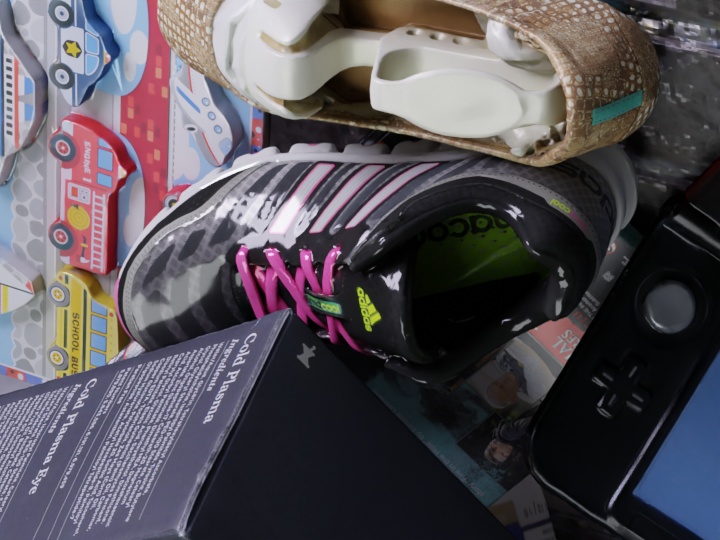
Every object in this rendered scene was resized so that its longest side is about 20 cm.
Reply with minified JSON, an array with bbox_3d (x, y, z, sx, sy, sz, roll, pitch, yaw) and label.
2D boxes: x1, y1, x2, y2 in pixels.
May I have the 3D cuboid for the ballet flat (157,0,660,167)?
[{"bbox_3d":[0.005,-0.078,1.026,0.199,0.065,0.071,8,115,25],"label":"ballet flat"}]

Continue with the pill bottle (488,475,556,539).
[{"bbox_3d":[0.045,0.193,1.240,0.119,0.119,0.201,-22,84,51],"label":"pill bottle"}]

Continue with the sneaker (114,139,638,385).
[{"bbox_3d":[0.000,0.000,1.046,0.199,0.088,0.074,-11,117,14],"label":"sneaker"}]

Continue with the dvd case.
[{"bbox_3d":[0.016,0.029,1.123,0.146,0.022,0.200,42,115,-15],"label":"dvd case"}]

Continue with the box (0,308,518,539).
[{"bbox_3d":[-0.044,0.130,1.089,0.182,0.104,0.200,-18,126,43],"label":"box"}]

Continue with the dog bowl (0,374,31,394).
[{"bbox_3d":[-0.162,0.078,1.253,0.199,0.201,0.079,16,147,20],"label":"dog bowl"}]

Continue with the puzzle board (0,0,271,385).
[{"bbox_3d":[-0.107,-0.031,1.158,0.150,0.017,0.201,16,122,20],"label":"puzzle board"}]

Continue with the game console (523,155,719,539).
[{"bbox_3d":[0.187,0.051,1.031,0.199,0.173,0.119,33,174,-6],"label":"game console"}]
